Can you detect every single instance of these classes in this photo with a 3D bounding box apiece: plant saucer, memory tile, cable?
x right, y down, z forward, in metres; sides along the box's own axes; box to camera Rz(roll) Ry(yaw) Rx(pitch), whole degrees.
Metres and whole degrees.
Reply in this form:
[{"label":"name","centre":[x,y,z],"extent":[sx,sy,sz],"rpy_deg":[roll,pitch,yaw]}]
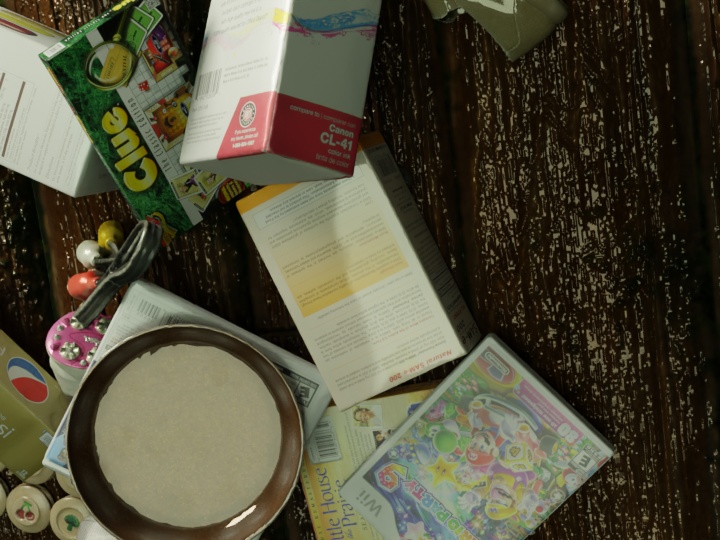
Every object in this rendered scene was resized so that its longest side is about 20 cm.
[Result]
[{"label":"plant saucer","centre":[-0.147,0.142,1.056],"extent":[0.199,0.034,0.202],"rpy_deg":[-1,97,-5]},{"label":"memory tile","centre":[-0.295,0.190,1.209],"extent":[0.199,0.017,0.154],"rpy_deg":[12,104,13]},{"label":"cable","centre":[-0.216,-0.002,1.052],"extent":[0.050,0.200,0.097],"rpy_deg":[30,79,-13]}]

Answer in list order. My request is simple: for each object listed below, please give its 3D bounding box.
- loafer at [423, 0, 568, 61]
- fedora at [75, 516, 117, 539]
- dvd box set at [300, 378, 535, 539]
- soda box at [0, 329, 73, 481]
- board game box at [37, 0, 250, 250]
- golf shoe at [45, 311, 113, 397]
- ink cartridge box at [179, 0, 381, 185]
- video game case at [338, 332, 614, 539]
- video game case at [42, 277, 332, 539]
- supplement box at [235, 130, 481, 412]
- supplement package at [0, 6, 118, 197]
[{"label":"loafer","centre":[0.067,-0.234,0.989],"extent":[0.199,0.076,0.068],"rpy_deg":[32,102,7]},{"label":"fedora","centre":[-0.195,0.269,1.136],"extent":[0.199,0.177,0.091],"rpy_deg":[4,74,2]},{"label":"dvd box set","centre":[0.044,0.175,1.105],"extent":[0.199,0.029,0.147],"rpy_deg":[-12,99,16]},{"label":"soda box","centre":[-0.346,0.093,1.125],"extent":[0.064,0.068,0.200],"rpy_deg":[-35,111,17]},{"label":"board game box","centre":[-0.171,-0.121,1.026],"extent":[0.105,0.023,0.201],"rpy_deg":[-36,129,-13]},{"label":"golf shoe","centre":[-0.191,0.104,1.143],"extent":[0.199,0.076,0.092],"rpy_deg":[22,139,2]},{"label":"ink cartridge box","centre":[-0.058,-0.173,0.966],"extent":[0.085,0.147,0.201],"rpy_deg":[15,83,-32]},{"label":"video game case","centre":[0.096,0.171,1.066],"extent":[0.143,0.018,0.200],"rpy_deg":[43,108,1]},{"label":"video game case","centre":[-0.146,0.130,1.083],"extent":[0.199,0.023,0.183],"rpy_deg":[27,94,-7]},{"label":"supplement box","centre":[0.000,0.000,1.057],"extent":[0.126,0.074,0.201],"rpy_deg":[-25,93,19]},{"label":"supplement package","centre":[-0.293,-0.155,1.082],"extent":[0.199,0.114,0.110],"rpy_deg":[24,103,9]}]
